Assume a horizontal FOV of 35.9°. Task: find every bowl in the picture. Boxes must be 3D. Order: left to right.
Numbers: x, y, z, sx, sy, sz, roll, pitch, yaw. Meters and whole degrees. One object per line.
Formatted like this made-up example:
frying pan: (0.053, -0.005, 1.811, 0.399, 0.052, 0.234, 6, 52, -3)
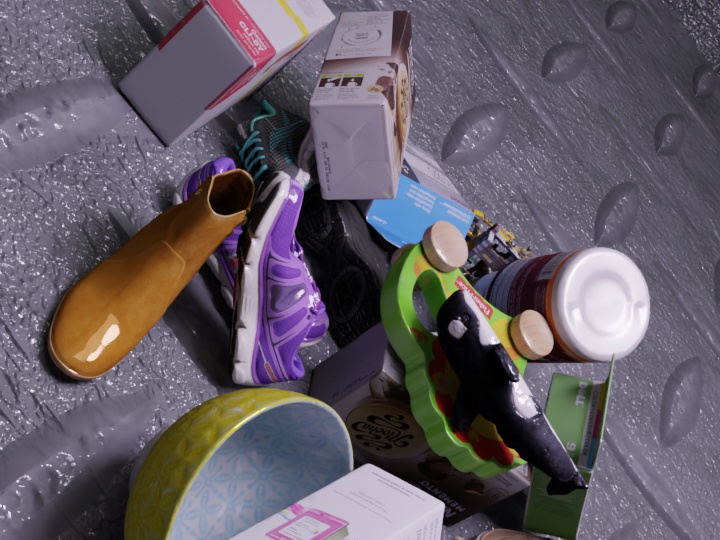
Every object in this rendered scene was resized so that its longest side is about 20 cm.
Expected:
bowl: (-0.108, 0.169, 0.827, 0.107, 0.201, 0.200, 22, 15, 35)

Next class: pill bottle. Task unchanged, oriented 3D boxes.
pill bottle: (0.200, 0.041, 1.173, 0.113, 0.200, 0.115, 2, 84, -24)

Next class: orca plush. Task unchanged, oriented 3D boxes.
orca plush: (0.113, 0.119, 0.963, 0.201, 0.071, 0.105, 58, 2, -14)

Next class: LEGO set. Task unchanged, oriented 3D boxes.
LEGO set: (0.183, 0.000, 1.352, 0.200, 0.116, 0.154, 49, 33, -7)

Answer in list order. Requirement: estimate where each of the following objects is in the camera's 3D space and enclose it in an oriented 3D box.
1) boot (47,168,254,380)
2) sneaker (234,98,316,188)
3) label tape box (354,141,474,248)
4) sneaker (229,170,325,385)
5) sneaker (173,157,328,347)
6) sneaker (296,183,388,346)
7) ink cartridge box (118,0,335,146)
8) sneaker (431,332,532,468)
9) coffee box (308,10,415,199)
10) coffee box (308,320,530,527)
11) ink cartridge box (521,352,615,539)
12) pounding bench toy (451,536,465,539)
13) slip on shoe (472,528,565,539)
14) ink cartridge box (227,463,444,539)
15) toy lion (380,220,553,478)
boot: (-0.165, -0.007, 0.905, 0.071, 0.144, 0.201, 44, 34, -11)
sneaker: (-0.098, -0.115, 1.165, 0.091, 0.078, 0.200, 35, 29, -12)
label tape box: (0.054, -0.087, 1.268, 0.143, 0.066, 0.200, 26, 21, -36)
sneaker: (-0.069, 0.008, 0.975, 0.083, 0.201, 0.081, 3, 27, -11)
sneaker: (-0.095, -0.016, 1.042, 0.200, 0.083, 0.081, 52, 33, -3)
sneaker: (0.000, 0.000, 1.173, 0.091, 0.076, 0.201, 16, 50, -51)
ink cartridge box: (-0.132, -0.227, 1.145, 0.084, 0.145, 0.200, 50, 33, -6)
sneaker: (0.121, 0.136, 1.204, 0.200, 0.073, 0.085, 55, 29, -19)
coffee box: (0.007, -0.178, 1.171, 0.201, 0.079, 0.114, -77, 164, -49)
coffee box: (0.059, 0.148, 1.069, 0.200, 0.113, 0.080, 39, 36, -22)
ink cartridge box: (0.206, 0.174, 1.108, 0.059, 0.201, 0.104, 12, 52, 12)
pounding bench toy: (0.077, 0.351, 0.910, 0.124, 0.200, 0.156, 38, 4, -25)
slip on shoe: (0.189, 0.302, 1.136, 0.199, 0.061, 0.076, 25, 43, -37)
ink cartridge box: (-0.035, 0.249, 0.799, 0.084, 0.145, 0.199, 21, 26, 36)
toy lion: (0.092, 0.082, 1.021, 0.200, 0.069, 0.192, 45, 42, -13)
